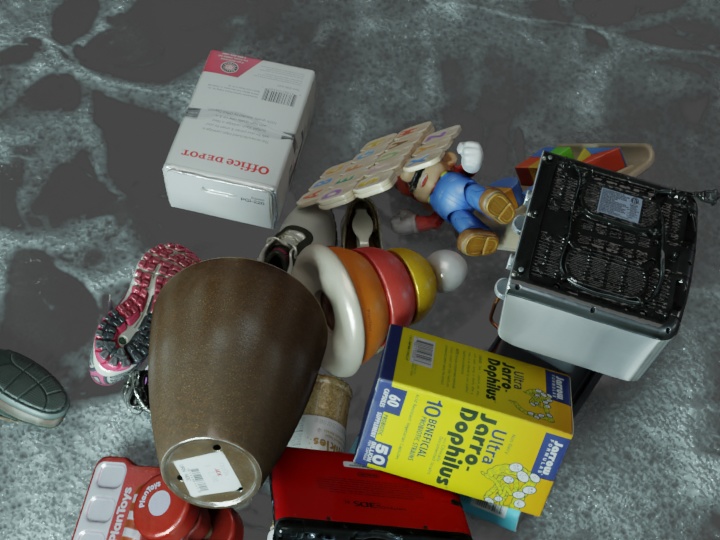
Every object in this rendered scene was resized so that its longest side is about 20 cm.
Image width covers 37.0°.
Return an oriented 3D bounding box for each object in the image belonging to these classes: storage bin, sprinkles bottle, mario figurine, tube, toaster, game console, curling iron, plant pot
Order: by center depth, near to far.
[{"bbox_3d":[-0.130,0.123,1.044,0.184,0.189,0.201,4,37,0],"label":"plant pot"},{"bbox_3d":[-0.001,0.279,1.061,0.197,0.120,0.173,9,30,-15],"label":"game console"},{"bbox_3d":[0.246,-0.005,1.094,0.197,0.119,0.182,16,60,5],"label":"toaster"},{"bbox_3d":[-0.053,0.212,1.134,0.067,0.069,0.202,7,58,2],"label":"sprinkles bottle"},{"bbox_3d":[0.084,0.215,1.154,0.198,0.051,0.078,22,58,16],"label":"tube"},{"bbox_3d":[-0.196,0.090,1.191,0.050,0.025,0.200,57,40,-12],"label":"curling iron"},{"bbox_3d":[0.222,0.051,1.208,0.145,0.135,0.200,32,61,16],"label":"storage bin"},{"bbox_3d":[0.091,-0.094,1.284,0.123,0.107,0.200,-34,36,-9],"label":"mario figurine"}]

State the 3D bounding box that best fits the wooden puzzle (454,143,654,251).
[{"bbox_3d":[0.224,-0.100,1.290,0.199,0.047,0.185,-39,23,-21],"label":"wooden puzzle"}]

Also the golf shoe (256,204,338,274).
[{"bbox_3d":[-0.078,-0.016,1.264,0.076,0.089,0.202,17,57,10],"label":"golf shoe"}]

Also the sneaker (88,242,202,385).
[{"bbox_3d":[-0.247,0.045,1.230,0.080,0.075,0.200,38,49,-2],"label":"sneaker"}]

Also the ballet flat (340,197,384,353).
[{"bbox_3d":[0.000,0.000,1.271,0.066,0.063,0.202,-3,59,-6],"label":"ballet flat"}]

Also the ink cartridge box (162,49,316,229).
[{"bbox_3d":[-0.147,-0.165,1.355,0.144,0.085,0.202,12,56,5],"label":"ink cartridge box"}]

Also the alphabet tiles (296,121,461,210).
[{"bbox_3d":[0.021,-0.128,1.294,0.194,0.015,0.200,-16,21,28],"label":"alphabet tiles"}]

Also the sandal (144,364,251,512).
[{"bbox_3d":[-0.171,0.167,1.167,0.082,0.050,0.203,-28,63,-19],"label":"sandal"}]

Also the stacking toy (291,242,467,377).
[{"bbox_3d":[0.035,0.024,1.192,0.198,0.147,0.147,-15,59,-27],"label":"stacking toy"}]

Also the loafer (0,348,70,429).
[{"bbox_3d":[-0.408,0.123,1.189,0.198,0.063,0.072,29,30,11],"label":"loafer"}]

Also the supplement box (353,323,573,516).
[{"bbox_3d":[0.105,0.151,1.100,0.197,0.110,0.110,16,29,0],"label":"supplement box"}]

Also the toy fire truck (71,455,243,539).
[{"bbox_3d":[-0.221,0.288,1.066,0.166,0.112,0.202,-1,61,28],"label":"toy fire truck"}]
